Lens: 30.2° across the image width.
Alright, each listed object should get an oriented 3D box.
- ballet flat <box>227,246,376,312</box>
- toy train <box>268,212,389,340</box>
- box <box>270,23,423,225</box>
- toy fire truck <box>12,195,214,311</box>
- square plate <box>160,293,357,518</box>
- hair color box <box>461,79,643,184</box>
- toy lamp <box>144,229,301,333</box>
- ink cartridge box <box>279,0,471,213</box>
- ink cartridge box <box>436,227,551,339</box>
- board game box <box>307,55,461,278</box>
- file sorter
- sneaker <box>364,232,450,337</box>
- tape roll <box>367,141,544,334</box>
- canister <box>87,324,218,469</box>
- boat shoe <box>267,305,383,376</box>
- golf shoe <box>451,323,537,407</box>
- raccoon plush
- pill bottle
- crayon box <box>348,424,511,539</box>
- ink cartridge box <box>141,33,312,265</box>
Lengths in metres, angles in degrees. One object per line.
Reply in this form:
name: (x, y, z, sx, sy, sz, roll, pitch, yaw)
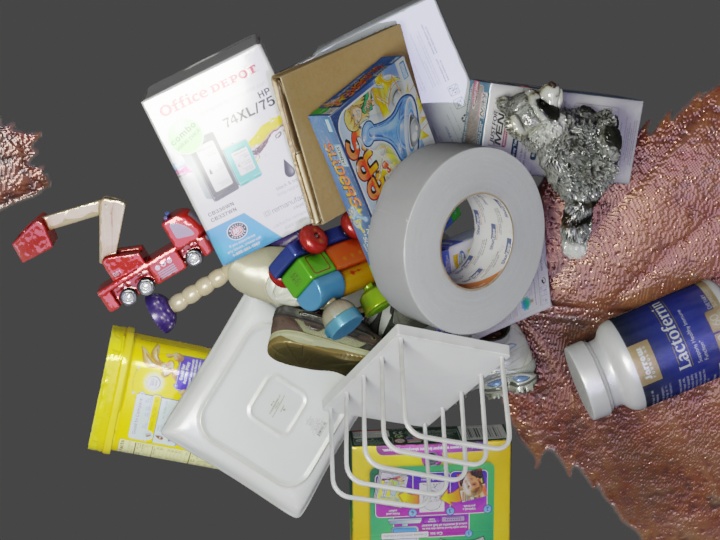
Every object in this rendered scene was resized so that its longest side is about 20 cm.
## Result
ballet flat: (-0.055, 0.017, 1.539, 0.198, 0.069, 0.070, 8, 104, -32)
toy train: (0.000, 0.000, 1.493, 0.116, 0.199, 0.085, 55, 131, 12)
box: (-0.003, -0.162, 1.447, 0.199, 0.021, 0.165, -31, 112, -41)
toy fire truck: (-0.284, -0.033, 1.548, 0.199, 0.049, 0.142, -30, 104, 3)
square plate: (-0.097, 0.154, 1.543, 0.197, 0.028, 0.201, 34, 79, -14)
hair color box: (0.219, -0.160, 1.534, 0.198, 0.060, 0.101, 4, 102, -21)
toy lamp: (-0.156, 0.002, 1.567, 0.199, 0.058, 0.059, -29, 105, 5)
ink cartridge box: (0.033, -0.187, 1.541, 0.199, 0.041, 0.201, -26, 107, -1)
ink cartridge box: (0.142, 0.012, 1.549, 0.199, 0.042, 0.121, -21, 110, -41)
board game box: (0.030, -0.111, 1.441, 0.135, 0.034, 0.201, -43, 122, -36)
file sorter: (0.060, 0.168, 1.462, 0.138, 0.126, 0.200, 12, 147, -22)
sneaker: (0.055, 0.050, 1.579, 0.066, 0.091, 0.201, 26, 100, -10)
tape roll: (0.105, -0.036, 1.432, 0.199, 0.066, 0.202, -9, 105, -35)
canister: (-0.211, 0.157, 1.584, 0.198, 0.087, 0.150, 12, 101, -10)
boat shoe: (-0.011, 0.084, 1.531, 0.199, 0.072, 0.067, 14, 62, -22)
golf shoe: (0.113, 0.118, 1.623, 0.198, 0.078, 0.098, -11, 85, -6)
raccoon plush: (0.206, -0.107, 1.465, 0.133, 0.097, 0.202, 3, 103, -12)
pill bottle: (0.354, 0.099, 1.606, 0.199, 0.116, 0.117, -23, 105, 1)
crayon box: (0.085, 0.286, 1.658, 0.198, 0.058, 0.174, -2, 105, -5)
ink cartridge box: (-0.134, -0.139, 1.485, 0.146, 0.146, 0.201, -26, 105, 1)
